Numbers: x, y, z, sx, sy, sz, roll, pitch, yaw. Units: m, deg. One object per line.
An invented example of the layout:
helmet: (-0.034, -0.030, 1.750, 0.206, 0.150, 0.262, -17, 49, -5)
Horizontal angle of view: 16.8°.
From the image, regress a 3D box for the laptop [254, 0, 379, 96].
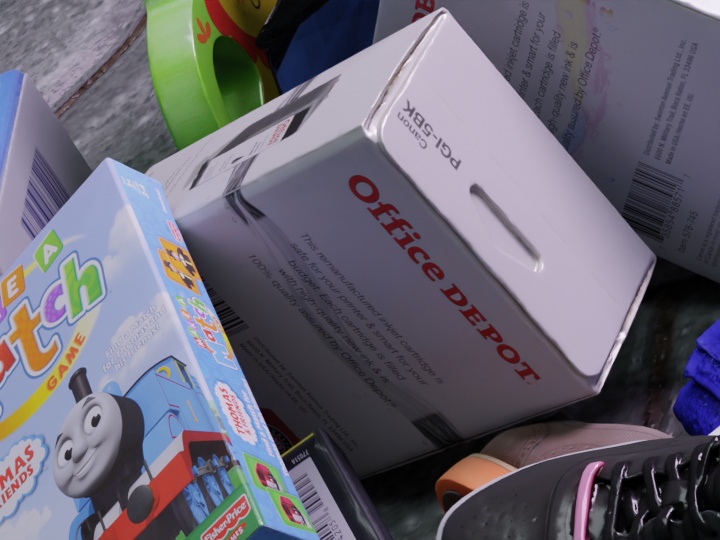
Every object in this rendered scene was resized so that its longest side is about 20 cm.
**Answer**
laptop: (0.037, -0.143, 1.184, 0.200, 0.116, 0.188, -34, 23, 44)

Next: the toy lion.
toy lion: (-0.069, -0.125, 1.244, 0.068, 0.192, 0.201, -18, 34, 20)

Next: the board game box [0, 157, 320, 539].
board game box: (-0.106, 0.077, 0.937, 0.151, 0.036, 0.201, -46, 44, 19)

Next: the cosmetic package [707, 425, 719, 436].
cosmetic package: (0.207, 0.099, 0.767, 0.150, 0.052, 0.200, -35, 53, -7)

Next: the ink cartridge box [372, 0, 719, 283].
ink cartridge box: (0.120, -0.115, 1.026, 0.199, 0.146, 0.145, 24, 53, 9)

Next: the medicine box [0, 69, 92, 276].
medicine box: (-0.248, 0.013, 1.294, 0.199, 0.103, 0.183, -22, 33, 14)

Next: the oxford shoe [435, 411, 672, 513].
oxford shoe: (0.109, 0.092, 0.908, 0.073, 0.072, 0.199, -39, 31, -21)

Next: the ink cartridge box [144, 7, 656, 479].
ink cartridge box: (0.000, 0.000, 1.007, 0.199, 0.147, 0.083, -23, 26, 45)

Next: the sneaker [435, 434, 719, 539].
sneaker: (0.107, 0.064, 0.736, 0.198, 0.099, 0.071, -3, 59, 22)

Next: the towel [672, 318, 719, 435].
towel: (0.211, 0.050, 0.894, 0.147, 0.050, 0.200, -34, 32, -2)

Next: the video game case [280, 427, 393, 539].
video game case: (-0.045, 0.180, 0.899, 0.180, 0.026, 0.200, -35, 48, 3)
